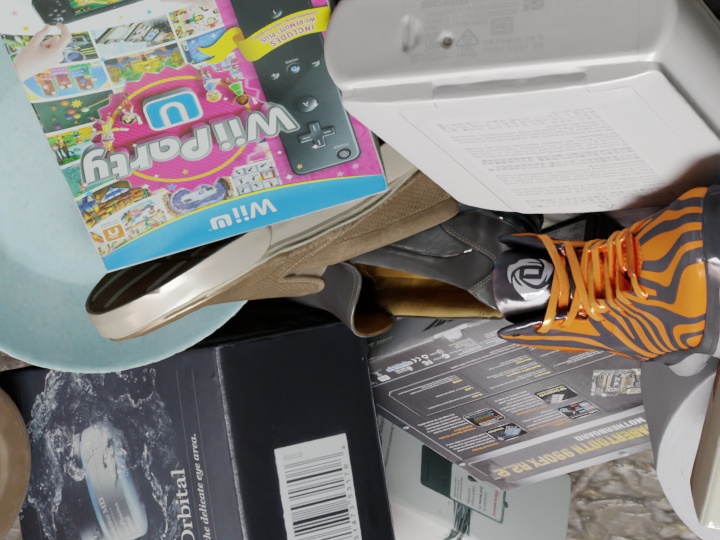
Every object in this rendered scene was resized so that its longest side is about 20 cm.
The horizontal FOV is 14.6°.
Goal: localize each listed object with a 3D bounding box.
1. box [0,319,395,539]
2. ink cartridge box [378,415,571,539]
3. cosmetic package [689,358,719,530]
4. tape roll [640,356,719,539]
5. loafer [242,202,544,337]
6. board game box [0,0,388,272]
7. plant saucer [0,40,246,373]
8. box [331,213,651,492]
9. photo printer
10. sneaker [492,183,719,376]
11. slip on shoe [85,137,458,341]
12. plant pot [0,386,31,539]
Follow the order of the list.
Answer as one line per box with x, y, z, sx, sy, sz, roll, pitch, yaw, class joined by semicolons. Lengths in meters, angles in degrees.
-0.089;0.138;1.579;0.117;0.197;0.200;-9;180;-44;box
0.009;0.140;1.714;0.200;0.083;0.147;30;143;-27;ink cartridge box
0.230;0.029;1.351;0.103;0.200;0.087;14;-168;0;cosmetic package
0.251;0.070;1.487;0.200;0.066;0.201;-3;135;-3;tape roll
0.000;0.000;1.500;0.200;0.072;0.073;-11;144;33;loafer
-0.080;-0.103;1.298;0.147;0.064;0.200;-17;138;3;board game box
-0.130;-0.048;1.413;0.201;0.201;0.039;29;-172;-27;plant saucer
0.104;0.051;1.573;0.200;0.048;0.158;-21;138;41;box
0.096;-0.081;1.307;0.166;0.070;0.200;-4;163;23;photo printer
0.121;0.008;1.348;0.112;0.078;0.200;5;162;-2;sneaker
-0.040;-0.011;1.401;0.076;0.200;0.061;24;144;62;slip on shoe
-0.282;0.103;1.588;0.174;0.200;0.200;12;157;44;plant pot
